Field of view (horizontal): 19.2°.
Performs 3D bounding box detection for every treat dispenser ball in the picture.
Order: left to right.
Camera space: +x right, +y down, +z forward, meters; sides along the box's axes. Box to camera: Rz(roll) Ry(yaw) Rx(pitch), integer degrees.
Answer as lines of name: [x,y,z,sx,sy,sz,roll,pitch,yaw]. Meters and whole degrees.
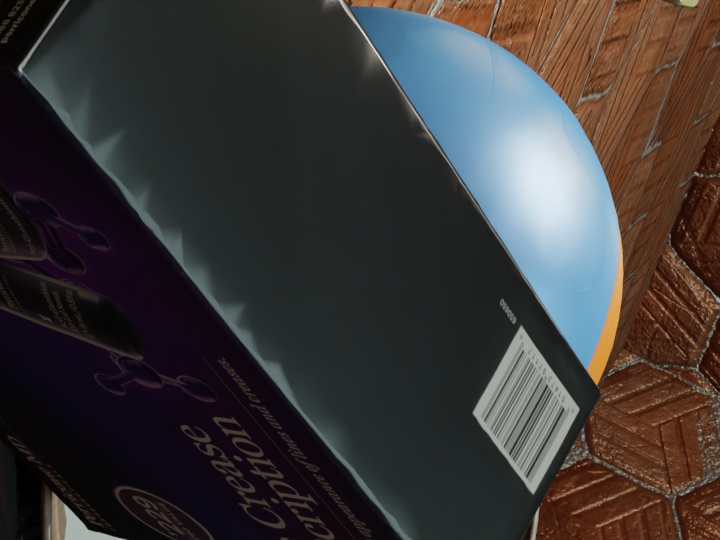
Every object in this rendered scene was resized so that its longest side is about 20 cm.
treat dispenser ball: [0.000,0.000,0.813,0.201,0.200,0.201,-59,168,-21]

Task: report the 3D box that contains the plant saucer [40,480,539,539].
plant saucer: [-0.022,0.068,0.664,0.200,0.032,0.201,0,90,-41]

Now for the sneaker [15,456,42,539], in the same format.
sneaker: [-0.109,0.116,0.743,0.200,0.075,0.079,-127,-130,-62]

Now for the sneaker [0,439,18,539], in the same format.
sneaker: [-0.124,0.077,0.608,0.200,0.079,0.131,98,-16,-56]

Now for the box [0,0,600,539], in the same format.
box: [-0.053,-0.009,0.502,0.079,0.141,0.200,-57,134,-24]

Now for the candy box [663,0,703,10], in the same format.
candy box: [0.020,-0.160,0.550,0.116,0.200,0.055,-66,169,12]
